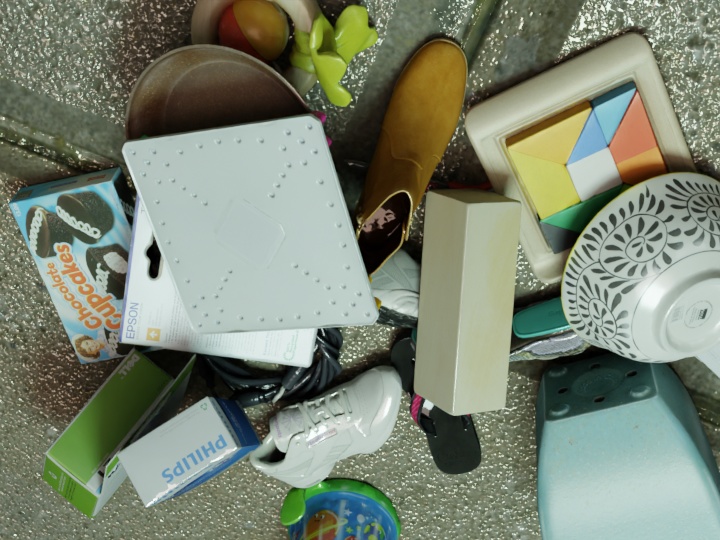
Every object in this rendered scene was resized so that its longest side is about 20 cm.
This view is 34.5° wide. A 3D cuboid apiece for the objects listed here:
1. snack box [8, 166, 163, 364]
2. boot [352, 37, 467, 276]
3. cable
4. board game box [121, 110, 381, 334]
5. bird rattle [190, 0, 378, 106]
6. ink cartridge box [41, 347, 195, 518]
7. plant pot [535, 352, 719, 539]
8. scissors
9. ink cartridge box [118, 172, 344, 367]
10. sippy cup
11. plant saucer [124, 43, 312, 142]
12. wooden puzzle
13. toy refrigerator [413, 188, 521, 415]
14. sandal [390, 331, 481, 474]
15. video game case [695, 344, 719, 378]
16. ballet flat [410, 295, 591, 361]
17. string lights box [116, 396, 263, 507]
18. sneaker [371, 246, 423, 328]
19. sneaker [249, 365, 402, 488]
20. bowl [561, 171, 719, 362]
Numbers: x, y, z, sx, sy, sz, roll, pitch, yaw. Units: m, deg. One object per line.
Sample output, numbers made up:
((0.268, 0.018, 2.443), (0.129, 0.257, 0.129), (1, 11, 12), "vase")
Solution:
((-0.272, -0.001, 1.207), (0.114, 0.037, 0.203), (-11, 119, 12), "snack box")
((0.046, -0.101, 1.052), (0.070, 0.144, 0.204), (21, 113, -6), "boot")
((-0.099, 0.062, 1.222), (0.160, 0.051, 0.203), (1, 120, 4), "cable")
((-0.094, -0.038, 1.032), (0.197, 0.026, 0.203), (-4, 119, 25), "board game box")
((-0.086, -0.197, 1.063), (0.198, 0.113, 0.164), (-25, 105, 33), "bird rattle")
((-0.247, 0.151, 1.181), (0.075, 0.148, 0.200), (36, 150, 3), "ink cartridge box")
((0.267, 0.199, 1.197), (0.193, 0.197, 0.203), (-16, 109, 14), "plant pot")
((0.084, -0.084, 1.142), (0.198, 0.014, 0.074), (30, 119, -11), "scissors")
((-0.129, -0.013, 1.145), (0.196, 0.043, 0.200), (9, 108, -10), "ink cartridge box")
((-0.024, 0.335, 1.331), (0.175, 0.131, 0.141), (20, 121, -8), "sippy cup")
((-0.114, -0.111, 1.033), (0.197, 0.037, 0.203), (10, 123, 16), "plant saucer")
((0.217, -0.098, 1.099), (0.183, 0.037, 0.202), (-23, 116, 13), "wooden puzzle")
((0.104, 0.028, 1.112), (0.069, 0.076, 0.204), (-3, 104, -28), "toy refrigerator")
((0.088, 0.152, 1.261), (0.074, 0.045, 0.202), (-15, 118, 14), "sandal")
((0.466, 0.068, 1.178), (0.181, 0.046, 0.200), (41, 116, -16), "video game case")
((0.152, 0.074, 1.201), (0.197, 0.072, 0.073), (-10, 120, 12), "ballet flat")
((-0.163, 0.178, 1.148), (0.102, 0.200, 0.059), (-32, 82, -3), "string lights box")
((0.000, 0.000, 1.134), (0.198, 0.081, 0.073), (20, 163, -40), "sneaker")
((-0.037, 0.170, 1.251), (0.200, 0.076, 0.099), (-42, 139, 24), "sneaker")
((0.298, 0.018, 1.094), (0.197, 0.095, 0.203), (-11, 126, -16), "bowl")
